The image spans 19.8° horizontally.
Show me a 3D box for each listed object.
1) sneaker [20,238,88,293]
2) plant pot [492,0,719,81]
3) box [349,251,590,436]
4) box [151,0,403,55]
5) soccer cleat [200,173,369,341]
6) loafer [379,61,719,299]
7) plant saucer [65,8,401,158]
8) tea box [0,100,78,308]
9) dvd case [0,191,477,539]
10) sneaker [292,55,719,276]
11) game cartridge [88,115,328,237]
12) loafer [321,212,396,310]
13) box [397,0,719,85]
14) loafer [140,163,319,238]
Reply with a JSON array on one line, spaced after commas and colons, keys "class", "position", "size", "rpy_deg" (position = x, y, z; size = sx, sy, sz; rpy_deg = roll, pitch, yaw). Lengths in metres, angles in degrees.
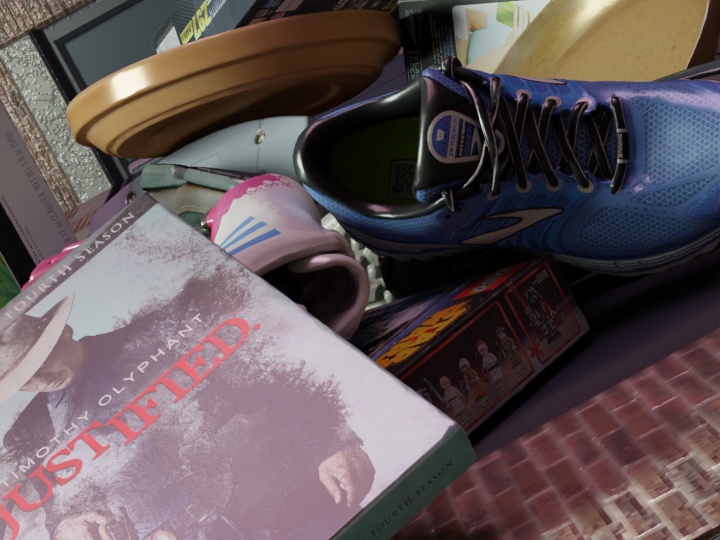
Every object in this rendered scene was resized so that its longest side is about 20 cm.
[{"class": "sneaker", "position": [-0.104, 0.053, 0.837], "size": [0.073, 0.088, 0.200], "rpy_deg": [-27, 18, 12]}, {"class": "plant pot", "position": [0.108, -0.077, 1.005], "size": [0.200, 0.027, 0.201], "rpy_deg": [-45, 25, 27]}, {"class": "box", "position": [-0.020, 0.067, 0.794], "size": [0.200, 0.040, 0.137], "rpy_deg": [-36, 11, -39]}, {"class": "box", "position": [-0.021, -0.167, 1.225], "size": [0.157, 0.051, 0.200], "rpy_deg": [-15, -10, -26]}, {"class": "soccer cleat", "position": [-0.028, 0.008, 0.837], "size": [0.086, 0.070, 0.200], "rpy_deg": [-16, 18, 18]}, {"class": "loafer", "position": [0.092, -0.032, 0.873], "size": [0.199, 0.072, 0.063], "rpy_deg": [-23, 16, 19]}, {"class": "plant saucer", "position": [-0.071, -0.103, 1.201], "size": [0.199, 0.033, 0.200], "rpy_deg": [-15, -5, -1]}, {"class": "tea box", "position": [-0.268, 0.030, 1.236], "size": [0.133, 0.201, 0.197], "rpy_deg": [-22, 13, 37]}, {"class": "dvd case", "position": [-0.074, 0.059, 0.699], "size": [0.146, 0.022, 0.200], "rpy_deg": [-40, 41, -14]}, {"class": "sneaker", "position": [0.062, -0.040, 0.807], "size": [0.199, 0.079, 0.089], "rpy_deg": [-5, -11, 27]}, {"class": "game cartridge", "position": [-0.089, -0.012, 1.202], "size": [0.040, 0.134, 0.199], "rpy_deg": [20, -29, -41]}, {"class": "loafer", "position": [0.000, 0.000, 0.998], "size": [0.199, 0.070, 0.070], "rpy_deg": [-26, 9, 33]}, {"class": "box", "position": [0.129, -0.134, 1.164], "size": [0.116, 0.061, 0.199], "rpy_deg": [-14, 12, -37]}, {"class": "loafer", "position": [-0.071, -0.021, 1.095], "size": [0.071, 0.063, 0.200], "rpy_deg": [9, 1, -20]}]
